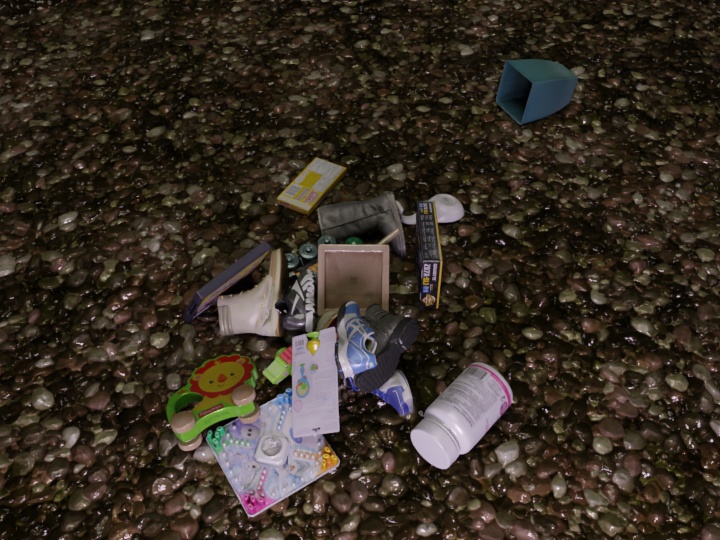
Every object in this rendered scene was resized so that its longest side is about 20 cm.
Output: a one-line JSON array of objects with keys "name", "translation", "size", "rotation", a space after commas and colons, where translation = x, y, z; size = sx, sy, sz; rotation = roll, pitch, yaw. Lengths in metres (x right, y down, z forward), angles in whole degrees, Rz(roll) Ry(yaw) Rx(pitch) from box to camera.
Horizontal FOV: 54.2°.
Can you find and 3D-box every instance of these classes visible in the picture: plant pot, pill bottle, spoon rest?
[{"name": "plant pot", "translation": [0.543, -0.551, 2.131], "size": [0.199, 0.142, 0.142], "rotation": [-14, 48, -22]}, {"name": "pill bottle", "translation": [0.196, 0.281, 1.367], "size": [0.113, 0.114, 0.200], "rotation": [34, 56, 28]}, {"name": "spoon rest", "translation": [0.177, -0.156, 1.825], "size": [0.199, 0.061, 0.100], "rotation": [-7, 47, -24]}]

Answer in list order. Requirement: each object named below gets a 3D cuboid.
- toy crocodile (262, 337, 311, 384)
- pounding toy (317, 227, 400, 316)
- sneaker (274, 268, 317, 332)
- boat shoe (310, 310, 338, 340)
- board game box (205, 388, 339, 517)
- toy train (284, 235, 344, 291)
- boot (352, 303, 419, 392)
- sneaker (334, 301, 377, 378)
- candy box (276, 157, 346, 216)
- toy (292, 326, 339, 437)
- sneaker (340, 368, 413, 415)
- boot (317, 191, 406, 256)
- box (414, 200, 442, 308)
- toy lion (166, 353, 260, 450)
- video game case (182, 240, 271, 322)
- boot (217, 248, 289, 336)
[{"name": "toy crocodile", "translation": [-0.121, 0.173, 1.508], "size": [0.199, 0.062, 0.067], "rotation": [-32, 54, -25]}, {"name": "pounding toy", "translation": [0.000, 0.000, 1.588], "size": [0.183, 0.142, 0.201], "rotation": [1, 90, 1]}, {"name": "sneaker", "translation": [-0.140, 0.060, 1.521], "size": [0.090, 0.067, 0.201], "rotation": [0, 37, -5]}, {"name": "boat shoe", "translation": [-0.079, 0.174, 1.459], "size": [0.074, 0.066, 0.201], "rotation": [23, 72, -18]}, {"name": "board game box", "translation": [-0.173, 0.345, 1.372], "size": [0.199, 0.026, 0.200], "rotation": [-25, 52, -22]}, {"name": "toy train", "translation": [-0.105, -0.004, 1.664], "size": [0.199, 0.085, 0.114], "rotation": [-27, 62, -22]}, {"name": "boot", "translation": [0.020, 0.157, 1.436], "size": [0.130, 0.068, 0.200], "rotation": [14, 50, 40]}, {"name": "sneaker", "translation": [-0.006, 0.134, 1.383], "size": [0.077, 0.076, 0.201], "rotation": [-10, 37, 6]}, {"name": "candy box", "translation": [-0.130, -0.231, 1.909], "size": [0.102, 0.026, 0.200], "rotation": [24, 52, 18]}, {"name": "toy", "translation": [-0.080, 0.221, 1.386], "size": [0.115, 0.047, 0.201], "rotation": [-17, 70, 34]}, {"name": "sneaker", "translation": [0.024, 0.228, 1.452], "size": [0.115, 0.081, 0.200], "rotation": [-24, 47, -12]}, {"name": "boot", "translation": [0.004, -0.098, 1.748], "size": [0.199, 0.073, 0.183], "rotation": [-15, 73, -1]}, {"name": "box", "translation": [0.156, -0.036, 1.633], "size": [0.049, 0.160, 0.201], "rotation": [0, 46, -1]}, {"name": "toy lion", "translation": [-0.298, 0.249, 1.426], "size": [0.199, 0.069, 0.192], "rotation": [-22, 34, -18]}, {"name": "video game case", "translation": [-0.301, 0.026, 1.576], "size": [0.200, 0.181, 0.026], "rotation": [-40, 89, -31]}, {"name": "boot", "translation": [-0.241, 0.049, 1.578], "size": [0.154, 0.072, 0.201], "rotation": [-2, 73, 13]}]
